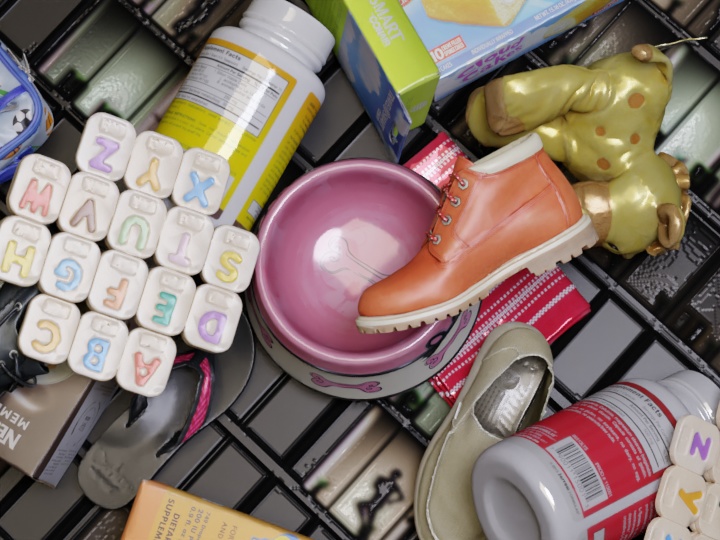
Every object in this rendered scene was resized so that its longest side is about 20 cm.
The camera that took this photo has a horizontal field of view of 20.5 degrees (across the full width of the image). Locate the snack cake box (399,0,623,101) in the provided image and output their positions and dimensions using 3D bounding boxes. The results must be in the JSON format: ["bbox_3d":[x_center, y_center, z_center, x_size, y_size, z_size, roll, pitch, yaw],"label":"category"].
[{"bbox_3d":[0.121,-0.243,1.668,0.199,0.067,0.115,-29,80,-2],"label":"snack cake box"}]

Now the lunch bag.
[{"bbox_3d":[-0.361,-0.122,1.673,0.200,0.076,0.161,-38,82,-3],"label":"lunch bag"}]

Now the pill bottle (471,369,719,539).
[{"bbox_3d":[0.193,0.152,1.538,0.199,0.112,0.113,-23,77,-29],"label":"pill bottle"}]

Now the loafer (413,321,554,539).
[{"bbox_3d":[0.099,0.137,1.582,0.075,0.068,0.201,19,90,-9],"label":"loafer"}]

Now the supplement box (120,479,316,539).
[{"bbox_3d":[-0.089,0.230,1.592,0.199,0.069,0.067,19,82,5],"label":"supplement box"}]

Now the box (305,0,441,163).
[{"bbox_3d":[0.005,-0.196,1.637,0.047,0.122,0.201,-27,79,-11],"label":"box"}]

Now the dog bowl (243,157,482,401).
[{"bbox_3d":[0.000,0.000,1.604,0.198,0.074,0.202,-1,78,3],"label":"dog bowl"}]

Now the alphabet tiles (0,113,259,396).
[{"bbox_3d":[-0.180,-0.012,1.535,0.199,0.015,0.197,20,81,-17],"label":"alphabet tiles"}]

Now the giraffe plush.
[{"bbox_3d":[0.195,-0.085,1.593,0.199,0.172,0.163,-12,90,18],"label":"giraffe plush"}]

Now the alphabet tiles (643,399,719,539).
[{"bbox_3d":[0.287,0.192,1.536,0.015,0.195,0.201,6,76,49],"label":"alphabet tiles"}]

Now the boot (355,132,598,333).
[{"bbox_3d":[0.072,-0.027,1.518,0.199,0.075,0.108,-28,102,-10],"label":"boot"}]

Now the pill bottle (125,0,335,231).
[{"bbox_3d":[-0.102,-0.123,1.637,0.109,0.109,0.201,29,82,8],"label":"pill bottle"}]

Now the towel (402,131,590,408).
[{"bbox_3d":[0.077,0.002,1.647,0.144,0.022,0.200,-38,79,-5],"label":"towel"}]

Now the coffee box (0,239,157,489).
[{"bbox_3d":[-0.250,0.061,1.626,0.114,0.080,0.201,29,82,10],"label":"coffee box"}]

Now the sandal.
[{"bbox_3d":[-0.156,0.111,1.628,0.075,0.045,0.200,37,84,10],"label":"sandal"}]

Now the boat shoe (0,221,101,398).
[{"bbox_3d":[-0.265,0.055,1.550,0.066,0.075,0.200,25,72,21],"label":"boat shoe"}]
